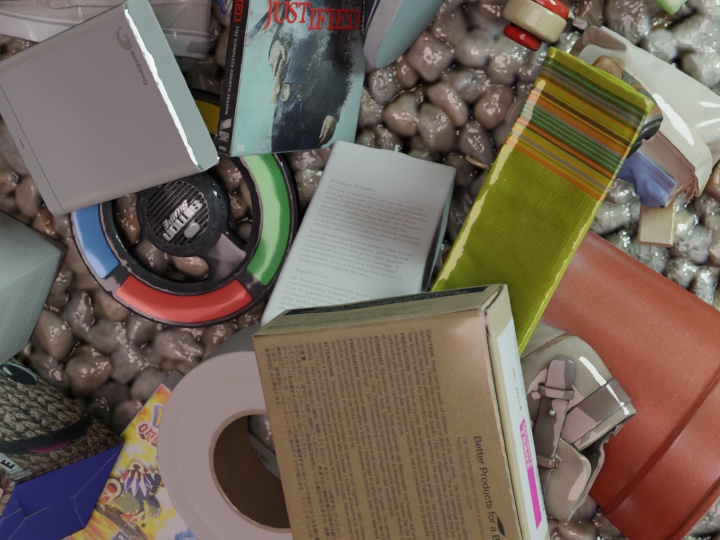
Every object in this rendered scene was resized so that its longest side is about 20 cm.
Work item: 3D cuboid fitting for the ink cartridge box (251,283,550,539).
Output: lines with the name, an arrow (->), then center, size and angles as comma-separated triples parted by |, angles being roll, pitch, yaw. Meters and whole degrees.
ink cartridge box -> 0.030, 0.120, 0.983 | 0.164, 0.075, 0.201 | -7, 101, 19

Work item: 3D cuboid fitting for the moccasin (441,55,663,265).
moccasin -> 0.122, -0.068, 1.046 | 0.078, 0.073, 0.202 | 51, 130, 13

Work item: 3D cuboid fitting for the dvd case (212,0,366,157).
dvd case -> -0.042, -0.188, 1.114 | 0.022, 0.146, 0.201 | 19, 108, 36

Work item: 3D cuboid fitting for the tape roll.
tape roll -> -0.059, 0.144, 1.169 | 0.201, 0.071, 0.204 | 8, 113, 20

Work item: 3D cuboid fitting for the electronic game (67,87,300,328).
electronic game -> -0.146, -0.050, 1.218 | 0.198, 0.042, 0.202 | 3, 104, 10

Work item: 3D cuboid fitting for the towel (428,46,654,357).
towel -> 0.115, -0.043, 0.992 | 0.086, 0.018, 0.201 | 34, 104, 32

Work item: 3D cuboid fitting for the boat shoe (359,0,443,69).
boat shoe -> 0.021, -0.247, 1.099 | 0.091, 0.071, 0.201 | 43, 143, 18

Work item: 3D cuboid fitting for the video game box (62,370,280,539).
video game box -> -0.143, 0.219, 1.284 | 0.200, 0.047, 0.182 | 40, 105, 0

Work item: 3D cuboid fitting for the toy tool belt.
toy tool belt -> 0.172, -0.112, 1.098 | 0.199, 0.125, 0.123 | 31, 99, 3

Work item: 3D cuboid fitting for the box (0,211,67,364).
box -> -0.354, 0.013, 1.192 | 0.152, 0.200, 0.107 | 28, 108, 4

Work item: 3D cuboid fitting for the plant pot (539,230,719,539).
plant pot -> 0.198, 0.081, 1.113 | 0.195, 0.201, 0.201 | 38, 108, 8

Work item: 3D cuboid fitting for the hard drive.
hard drive -> -0.203, -0.120, 1.134 | 0.199, 0.027, 0.133 | -12, 107, 45

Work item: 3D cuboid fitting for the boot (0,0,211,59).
boot -> -0.204, -0.222, 1.168 | 0.199, 0.073, 0.096 | 8, 96, 19

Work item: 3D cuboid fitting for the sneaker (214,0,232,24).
sneaker -> -0.071, -0.202, 1.159 | 0.077, 0.076, 0.201 | 10, 110, 36

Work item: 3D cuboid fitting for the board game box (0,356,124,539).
board game box -> -0.326, 0.140, 1.217 | 0.199, 0.159, 0.097 | 33, 108, 17

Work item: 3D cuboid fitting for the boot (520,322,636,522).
boot -> 0.090, 0.124, 1.033 | 0.146, 0.070, 0.201 | 37, 107, 17

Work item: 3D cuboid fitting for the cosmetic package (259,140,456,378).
cosmetic package -> 0.000, 0.000, 1.116 | 0.101, 0.201, 0.072 | 14, 138, 8

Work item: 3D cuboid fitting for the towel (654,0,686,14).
towel -> 0.244, -0.310, 1.085 | 0.149, 0.031, 0.200 | 43, 110, 1
